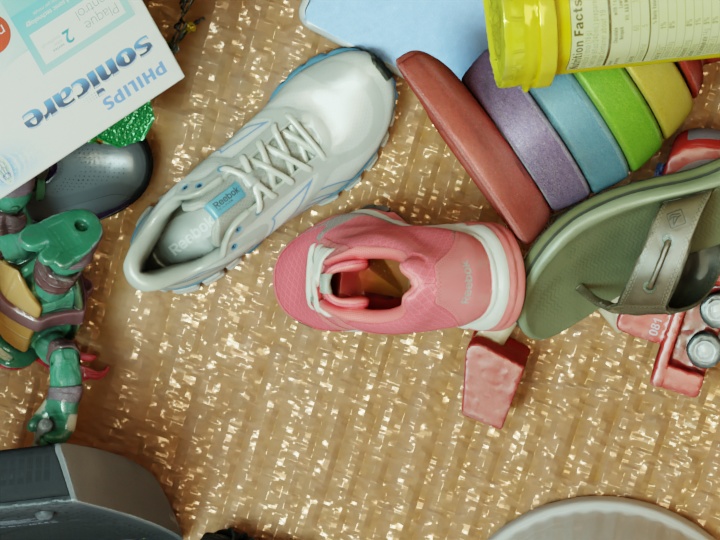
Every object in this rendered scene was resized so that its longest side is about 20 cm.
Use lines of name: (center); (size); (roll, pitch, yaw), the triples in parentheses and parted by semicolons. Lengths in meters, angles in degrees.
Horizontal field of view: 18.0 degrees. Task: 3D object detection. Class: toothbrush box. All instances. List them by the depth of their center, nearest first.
toothbrush box: (-0.208, -0.151, 1.187); (0.146, 0.085, 0.201); (-33, 115, -12)

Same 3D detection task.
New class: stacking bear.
stacking bear: (0.138, -0.116, 1.245); (0.199, 0.121, 0.114); (-36, 67, 2)

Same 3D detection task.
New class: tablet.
tablet: (0.076, -0.157, 1.307); (0.199, 0.014, 0.131); (27, 104, 3)

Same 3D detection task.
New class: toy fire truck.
toy fire truck: (0.147, 0.005, 1.307); (0.140, 0.049, 0.202); (18, 104, 6)

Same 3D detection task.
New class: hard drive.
hard drive: (-0.188, 0.135, 1.322); (0.134, 0.200, 0.043); (-7, 76, 12)

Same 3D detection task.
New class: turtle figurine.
turtle figurine: (-0.205, 0.018, 1.333); (0.149, 0.101, 0.201); (33, 139, 10)

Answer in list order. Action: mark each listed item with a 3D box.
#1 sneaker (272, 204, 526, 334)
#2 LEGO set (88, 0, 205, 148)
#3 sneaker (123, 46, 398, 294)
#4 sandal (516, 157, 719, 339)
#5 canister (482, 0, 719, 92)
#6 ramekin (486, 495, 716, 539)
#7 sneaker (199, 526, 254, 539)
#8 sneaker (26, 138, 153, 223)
sneaker: (0.000, 0.000, 1.274); (0.199, 0.086, 0.074); (-2, 91, 51)
LEGO set: (-0.155, -0.180, 1.312); (0.153, 0.116, 0.201); (16, 103, -21)
sneaker: (-0.059, -0.049, 1.315); (0.200, 0.087, 0.075); (-42, 91, 14)
sandal: (0.173, -0.012, 1.228); (0.200, 0.080, 0.058); (-24, 53, 12)
canister: (0.161, -0.177, 1.163); (0.198, 0.087, 0.150); (-6, 79, -3)
ramekin: (0.141, 0.240, 1.330); (0.200, 0.094, 0.204); (2, 101, 9)
sneaker: (-0.059, 0.197, 1.365); (0.198, 0.076, 0.092); (-11, 103, 11)
sneaker: (-0.225, -0.055, 1.341); (0.198, 0.088, 0.075); (0, 101, 10)
